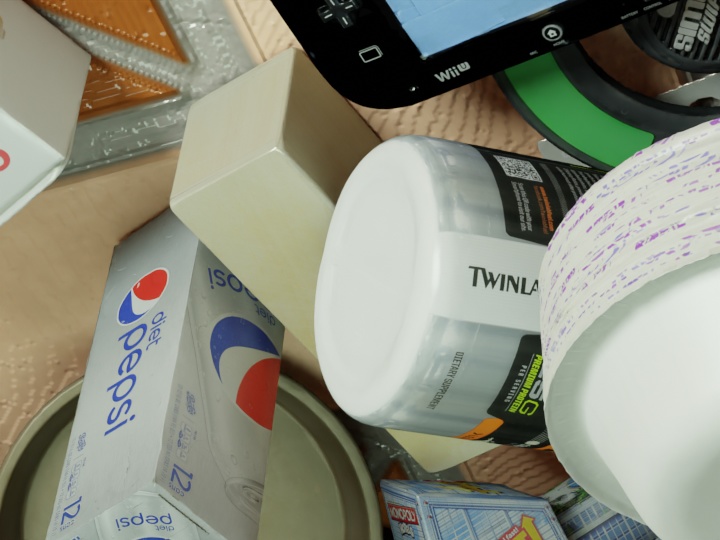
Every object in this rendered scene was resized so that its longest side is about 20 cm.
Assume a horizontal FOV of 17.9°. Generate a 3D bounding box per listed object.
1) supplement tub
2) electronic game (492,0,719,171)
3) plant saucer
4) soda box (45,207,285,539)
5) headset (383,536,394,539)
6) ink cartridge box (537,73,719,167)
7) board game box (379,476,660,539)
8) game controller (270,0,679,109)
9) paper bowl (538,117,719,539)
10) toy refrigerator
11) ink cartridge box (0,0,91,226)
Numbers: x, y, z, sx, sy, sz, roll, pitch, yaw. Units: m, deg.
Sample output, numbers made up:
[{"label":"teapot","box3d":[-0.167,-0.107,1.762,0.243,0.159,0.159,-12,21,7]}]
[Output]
[{"label":"supplement tub","box3d":[0.092,0.017,0.970,0.200,0.123,0.123,9,134,-24]},{"label":"electronic game","box3d":[0.145,-0.117,0.951,0.199,0.042,0.200,3,127,4]},{"label":"plant saucer","box3d":[-0.089,0.135,1.157,0.200,0.029,0.201,-1,100,-4]},{"label":"soda box","box3d":[-0.081,0.054,1.026,0.068,0.200,0.063,-32,121,27]},{"label":"headset","box3d":[-0.009,0.196,1.205,0.094,0.124,0.200,35,146,-22]},{"label":"ink cartridge box","box3d":[0.195,-0.008,1.060,0.161,0.050,0.200,-21,107,21]},{"label":"board game box","box3d":[0.105,0.164,1.108,0.200,0.062,0.200,-31,101,-15]},{"label":"game controller","box3d":[0.058,-0.131,0.913,0.200,0.042,0.104,-20,115,26]},{"label":"paper bowl","box3d":[0.166,0.039,0.827,0.200,0.105,0.201,1,141,1]},{"label":"toy refrigerator","box3d":[0.000,0.000,1.055,0.070,0.076,0.200,-26,125,26]},{"label":"ink cartridge box","box3d":[-0.240,-0.090,0.993,0.200,0.084,0.145,38,125,-25]}]
